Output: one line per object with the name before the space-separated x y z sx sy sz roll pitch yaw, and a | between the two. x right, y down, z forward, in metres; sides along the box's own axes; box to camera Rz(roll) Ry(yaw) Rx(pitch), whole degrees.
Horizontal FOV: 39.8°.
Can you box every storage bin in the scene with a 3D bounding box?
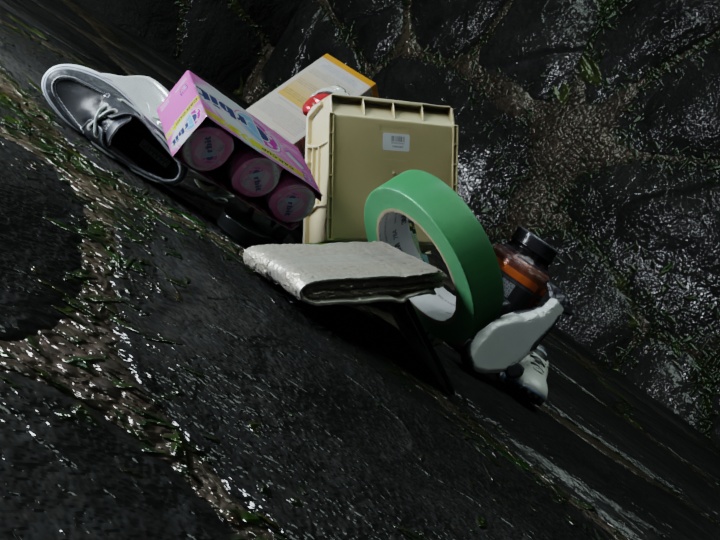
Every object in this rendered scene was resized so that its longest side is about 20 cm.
storage bin | 0.028 -0.129 1.379 0.197 0.203 0.093 2 -3 -22

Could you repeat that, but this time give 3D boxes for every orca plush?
orca plush | 0.204 0.080 1.397 0.071 0.200 0.106 1 -50 56

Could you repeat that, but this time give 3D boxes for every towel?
towel | -0.015 0.001 1.070 0.197 0.035 0.132 -2 18 -36

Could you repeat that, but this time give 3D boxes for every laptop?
laptop | -0.006 0.055 1.149 0.202 0.115 0.187 62 -4 -24

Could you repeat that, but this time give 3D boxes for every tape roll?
tape roll | 0.081 -0.015 1.147 0.200 0.048 0.202 46 -27 31

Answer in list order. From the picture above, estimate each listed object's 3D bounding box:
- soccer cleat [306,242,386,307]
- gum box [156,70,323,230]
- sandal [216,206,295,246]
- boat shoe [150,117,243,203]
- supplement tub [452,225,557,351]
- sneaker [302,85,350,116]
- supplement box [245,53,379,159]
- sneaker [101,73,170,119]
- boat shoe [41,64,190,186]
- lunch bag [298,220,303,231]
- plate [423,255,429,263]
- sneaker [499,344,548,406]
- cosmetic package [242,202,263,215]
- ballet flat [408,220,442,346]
soccer cleat | 0.000 0.000 1.343 0.080 0.068 0.199 23 -1 37
gum box | -0.141 -0.139 1.197 0.199 0.066 0.114 32 19 -38
sandal | -0.118 -0.060 1.246 0.075 0.048 0.200 34 7 6
boat shoe | -0.210 -0.130 1.290 0.074 0.066 0.201 23 -5 31
supplement tub | 0.211 0.037 1.480 0.106 0.202 0.107 33 7 -4
sneaker | -0.029 -0.166 1.455 0.203 0.084 0.077 66 -13 -13
supplement box | -0.080 -0.232 1.527 0.126 0.199 0.074 38 -24 35
sneaker | -0.285 -0.218 1.357 0.198 0.072 0.099 21 0 39
boat shoe | -0.284 -0.166 1.148 0.199 0.072 0.068 40 4 -9
lunch bag | 0.001 -0.124 1.604 0.163 0.202 0.118 32 7 0
plate | 0.022 -0.040 1.466 0.197 0.026 0.202 20 40 -17
sneaker | 0.246 0.143 1.457 0.071 0.073 0.200 35 8 -2
cosmetic package | -0.164 -0.156 1.439 0.199 0.071 0.106 38 -23 34
ballet flat | 0.052 0.006 1.274 0.074 0.073 0.203 -1 70 -78
